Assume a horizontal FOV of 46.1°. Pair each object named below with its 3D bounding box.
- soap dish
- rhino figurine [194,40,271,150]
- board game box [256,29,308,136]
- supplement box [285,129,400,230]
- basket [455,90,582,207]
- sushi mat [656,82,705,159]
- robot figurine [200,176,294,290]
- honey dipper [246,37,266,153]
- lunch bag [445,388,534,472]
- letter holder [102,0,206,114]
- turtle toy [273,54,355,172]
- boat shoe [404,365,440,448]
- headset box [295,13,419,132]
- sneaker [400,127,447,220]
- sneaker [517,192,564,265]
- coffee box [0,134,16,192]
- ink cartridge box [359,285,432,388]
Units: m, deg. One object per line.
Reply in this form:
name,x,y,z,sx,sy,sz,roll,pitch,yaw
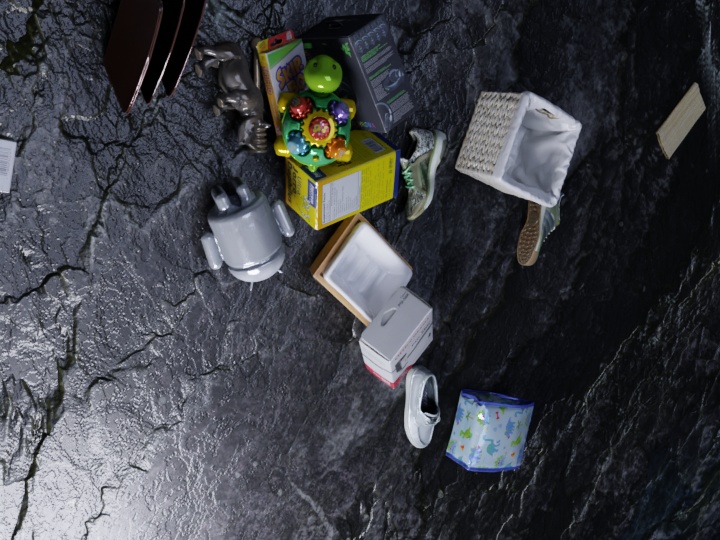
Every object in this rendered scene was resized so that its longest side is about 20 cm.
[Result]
soap dish,0.000,0.000,1.714,0.200,0.081,0.158,44,76,-35
rhino figurine,-0.214,-0.303,1.470,0.087,0.060,0.202,-29,104,-26
board game box,-0.130,-0.329,1.548,0.095,0.030,0.203,-35,122,-39
supplement box,-0.034,-0.179,1.606,0.198,0.109,0.110,-24,137,-29
basket,0.342,-0.267,1.844,0.197,0.160,0.203,18,91,-38
sushi mat,0.868,-0.405,2.287,0.201,0.012,0.096,-50,126,-15
robot figurine,-0.204,-0.064,1.526,0.168,0.113,0.202,-24,117,-7
honey dipper,-0.188,-0.314,1.521,0.038,0.038,0.203,-8,104,-34
lunch bag,0.321,0.385,2.028,0.198,0.127,0.173,10,96,-28
letter holder,-0.308,-0.350,1.298,0.099,0.143,0.201,-1,139,-36
turtle toy,-0.075,-0.274,1.485,0.143,0.101,0.203,3,100,-10
boat shoe,0.144,0.317,1.911,0.069,0.071,0.204,-15,111,-32
headset box,-0.008,-0.368,1.549,0.093,0.173,0.202,-39,123,-24
sneaker,0.109,-0.206,1.757,0.088,0.077,0.203,15,88,-25
sneaker,0.438,-0.107,2.015,0.089,0.067,0.203,8,95,-32
coffee box,-0.608,-0.169,1.201,0.198,0.113,0.081,7,99,-36
ink cartridge box,0.077,0.141,1.746,0.147,0.082,0.200,-50,162,-14
